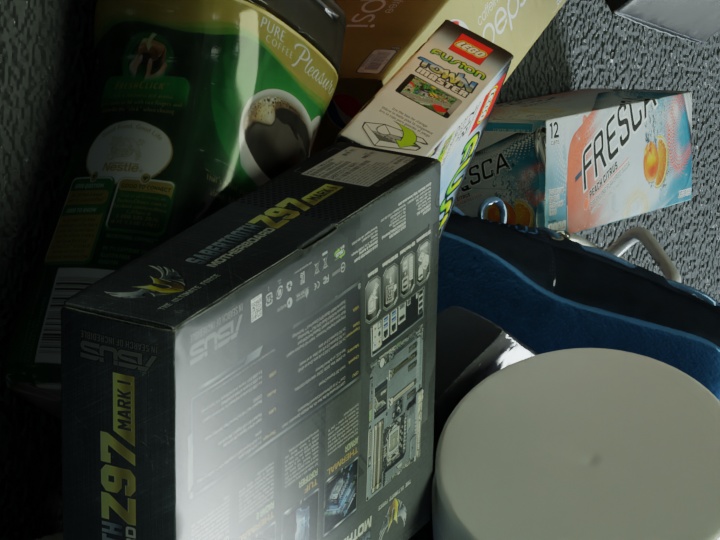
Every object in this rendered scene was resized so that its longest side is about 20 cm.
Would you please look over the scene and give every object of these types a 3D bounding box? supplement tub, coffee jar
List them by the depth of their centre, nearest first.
[{"bbox_3d":[-0.069,-0.034,1.032,0.104,0.085,0.200,36,62,-55],"label":"coffee jar"},{"bbox_3d":[0.097,0.146,1.117,0.200,0.132,0.132,86,25,-46],"label":"supplement tub"}]

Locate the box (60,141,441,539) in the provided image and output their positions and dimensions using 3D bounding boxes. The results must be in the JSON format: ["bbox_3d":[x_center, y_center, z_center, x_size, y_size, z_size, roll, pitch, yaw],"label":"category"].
[{"bbox_3d":[-0.036,0.056,0.960,0.200,0.051,0.158,-34,130,-55],"label":"box"}]

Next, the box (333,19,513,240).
[{"bbox_3d":[0.000,0.000,1.126,0.110,0.035,0.200,-49,165,-49],"label":"box"}]

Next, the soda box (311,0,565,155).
[{"bbox_3d":[0.030,-0.111,1.240,0.200,0.064,0.068,-52,137,-47],"label":"soda box"}]

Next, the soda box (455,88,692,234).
[{"bbox_3d":[0.109,-0.059,1.393,0.200,0.068,0.064,-17,108,-60],"label":"soda box"}]

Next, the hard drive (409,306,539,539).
[{"bbox_3d":[0.010,0.108,1.154,0.200,0.042,0.135,-49,149,4],"label":"hard drive"}]

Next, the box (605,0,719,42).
[{"bbox_3d":[0.169,-0.250,1.263,0.197,0.200,0.124,60,22,18],"label":"box"}]

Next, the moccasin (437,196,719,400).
[{"bbox_3d":[0.082,0.017,1.244,0.068,0.200,0.081,-70,-176,-59],"label":"moccasin"}]

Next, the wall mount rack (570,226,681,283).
[{"bbox_3d":[0.125,0.070,1.343,0.200,0.174,0.075,31,21,-42],"label":"wall mount rack"}]

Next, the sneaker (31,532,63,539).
[{"bbox_3d":[-0.063,0.166,1.006,0.077,0.111,0.200,-53,142,10],"label":"sneaker"}]
